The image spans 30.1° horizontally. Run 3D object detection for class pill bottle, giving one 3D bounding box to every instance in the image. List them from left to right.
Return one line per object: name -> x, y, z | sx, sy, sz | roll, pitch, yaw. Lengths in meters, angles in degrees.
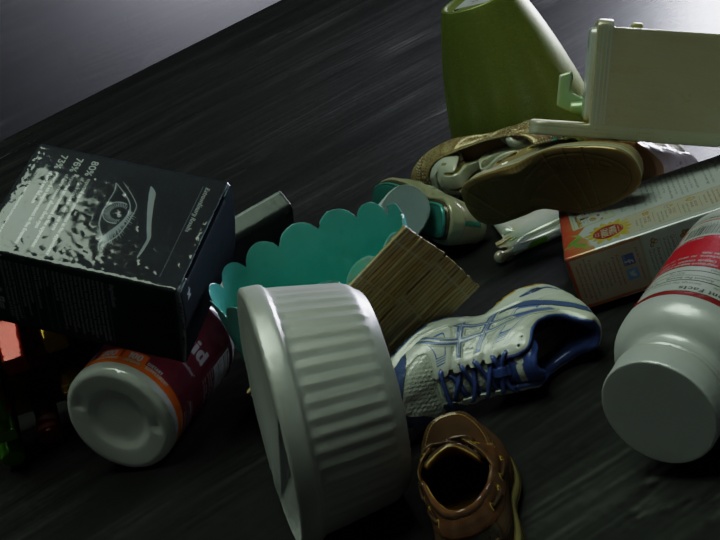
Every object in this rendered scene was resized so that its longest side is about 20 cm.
pill bottle -> -0.194, 0.092, 1.325 | 0.114, 0.115, 0.200 | -12, 24, 27
pill bottle -> 0.254, 0.046, 0.976 | 0.112, 0.113, 0.200 | -4, 28, 40

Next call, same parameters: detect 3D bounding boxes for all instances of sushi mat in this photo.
sushi mat -> 0.003, 0.057, 1.136 | 0.200, 0.096, 0.012 | -46, 28, 9

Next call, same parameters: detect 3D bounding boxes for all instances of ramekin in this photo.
ramekin -> -0.028, 0.103, 1.032 | 0.094, 0.203, 0.202 | -13, 19, -10

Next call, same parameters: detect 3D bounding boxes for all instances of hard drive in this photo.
hard drive -> -0.159, 0.008, 1.482 | 0.199, 0.140, 0.033 | -31, 61, -18

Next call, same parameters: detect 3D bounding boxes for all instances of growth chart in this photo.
growth chart -> 0.199, -0.074, 1.452 | 0.144, 0.018, 0.200 | -21, 21, 6

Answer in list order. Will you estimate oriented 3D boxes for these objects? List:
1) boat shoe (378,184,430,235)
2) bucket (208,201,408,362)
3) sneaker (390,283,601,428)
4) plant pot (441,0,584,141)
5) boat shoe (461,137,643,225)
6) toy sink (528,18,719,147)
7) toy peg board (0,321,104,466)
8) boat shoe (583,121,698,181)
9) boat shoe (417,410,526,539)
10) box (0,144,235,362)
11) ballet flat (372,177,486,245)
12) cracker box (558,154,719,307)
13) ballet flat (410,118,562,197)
boat shoe -> 0.000, 0.000, 1.431 | 0.200, 0.071, 0.091 | -49, 0, -23
bucket -> -0.026, 0.040, 1.239 | 0.206, 0.135, 0.207 | -21, 20, 8
sneaker -> 0.108, 0.072, 1.116 | 0.199, 0.076, 0.088 | -30, 22, -15
plant pot -> 0.173, -0.237, 1.614 | 0.186, 0.201, 0.187 | -20, 21, 8
boat shoe -> 0.189, -0.097, 1.288 | 0.199, 0.074, 0.069 | -7, 28, 43
toy sink -> 0.267, -0.182, 1.293 | 0.199, 0.113, 0.130 | 5, 7, 8
toy peg board -> -0.318, 0.101, 1.368 | 0.198, 0.200, 0.098 | -17, 52, -8
boat shoe -> 0.298, -0.133, 1.427 | 0.069, 0.071, 0.200 | -7, 31, -13
boat shoe -> 0.076, 0.149, 0.973 | 0.072, 0.068, 0.200 | -21, 21, 6
box -> -0.233, -0.018, 1.256 | 0.199, 0.105, 0.148 | 13, 48, 9
ballet flat -> 0.080, -0.065, 1.508 | 0.069, 0.070, 0.200 | -29, 24, -15
cracker box -> 0.286, -0.042, 1.227 | 0.199, 0.058, 0.134 | -19, 19, 13
ballet flat -> 0.136, -0.123, 1.545 | 0.199, 0.071, 0.065 | -21, 16, 30
